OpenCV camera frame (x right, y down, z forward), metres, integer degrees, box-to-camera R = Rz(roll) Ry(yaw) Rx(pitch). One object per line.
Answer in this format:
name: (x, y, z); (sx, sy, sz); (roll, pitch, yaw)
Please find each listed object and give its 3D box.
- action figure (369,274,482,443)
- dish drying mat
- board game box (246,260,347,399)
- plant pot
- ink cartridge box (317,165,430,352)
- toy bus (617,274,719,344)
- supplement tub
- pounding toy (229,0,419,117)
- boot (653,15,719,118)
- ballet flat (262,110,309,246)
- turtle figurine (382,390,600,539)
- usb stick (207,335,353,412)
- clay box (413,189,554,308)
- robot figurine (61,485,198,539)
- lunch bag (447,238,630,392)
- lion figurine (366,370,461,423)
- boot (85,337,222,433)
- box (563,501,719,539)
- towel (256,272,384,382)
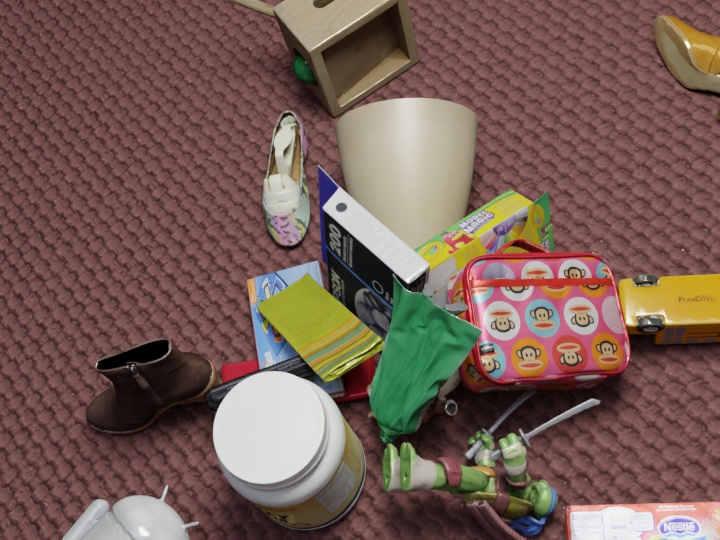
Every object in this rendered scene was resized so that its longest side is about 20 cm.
action figure: (0.057, 0.113, 1.076); (0.118, 0.201, 0.055); (36, 31, 27)
dish drying mat: (-0.079, 0.140, 1.229); (0.199, 0.018, 0.077); (-10, 60, 8)
board game box: (-0.084, 0.084, 1.243); (0.103, 0.019, 0.201); (-14, 55, 3)
plant pot: (0.063, -0.090, 1.238); (0.186, 0.187, 0.201); (-4, 77, 10)
ink cartridge box: (0.000, 0.000, 1.180); (0.043, 0.198, 0.200); (-34, 61, -22)
toy bus: (0.406, 0.045, 1.140); (0.199, 0.078, 0.065); (-3, 65, 10)
supplement tub: (-0.079, 0.205, 1.094); (0.144, 0.200, 0.145); (-5, 63, 10)
pounding toy: (-0.047, -0.340, 1.361); (0.200, 0.184, 0.142); (-34, 62, -6)
boot: (0.503, -0.290, 1.296); (0.144, 0.071, 0.202); (-27, 65, -9)
ballet flat: (-0.105, -0.133, 1.337); (0.069, 0.071, 0.201); (-4, 64, 9)
turtle figurine: (0.131, 0.197, 1.077); (0.193, 0.201, 0.144); (6, 19, -16)
usb stick: (-0.091, 0.125, 1.175); (0.199, 0.055, 0.033); (-21, 83, -1)
clay box: (0.149, -0.013, 1.183); (0.200, 0.115, 0.048); (-32, 42, -20)
robot figurine: (-0.278, 0.343, 1.118); (0.200, 0.113, 0.170); (-44, 65, -11)
lunch bag: (0.202, 0.048, 1.113); (0.199, 0.082, 0.177); (-1, 72, -18)
lion figurine: (0.103, 0.121, 1.169); (0.200, 0.122, 0.073); (-34, 95, -23)
boot: (-0.282, 0.136, 1.185); (0.199, 0.166, 0.073); (-16, 62, 12)
box: (0.319, 0.304, 1.023); (0.199, 0.096, 0.100); (-4, 64, 9)
towel: (-0.053, 0.065, 1.182); (0.086, 0.018, 0.200); (-30, 35, -16)
